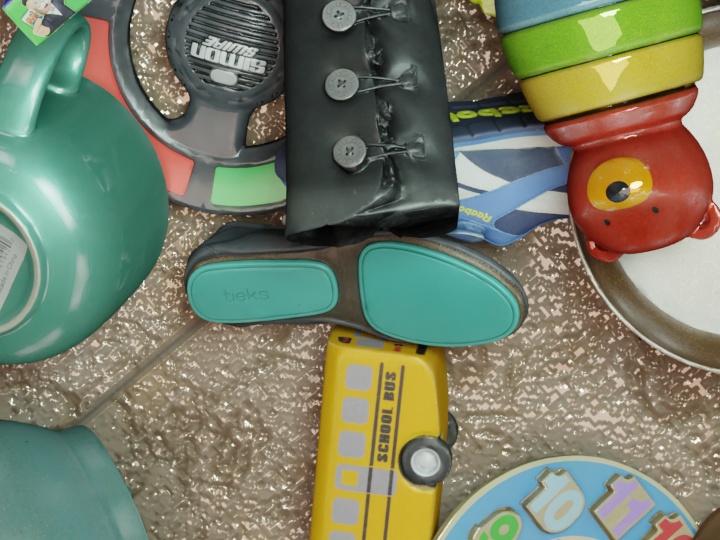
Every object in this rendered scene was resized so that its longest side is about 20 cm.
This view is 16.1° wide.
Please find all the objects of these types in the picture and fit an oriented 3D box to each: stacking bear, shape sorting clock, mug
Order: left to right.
[{"bbox_3d":[-0.200,-0.039,1.413,0.152,0.114,0.186,-14,108,23],"label":"mug"},{"bbox_3d":[0.121,0.206,1.466,0.199,0.039,0.201,1,87,-24],"label":"shape sorting clock"},{"bbox_3d":[0.128,-0.106,1.313,0.121,0.114,0.201,-13,93,16],"label":"stacking bear"}]

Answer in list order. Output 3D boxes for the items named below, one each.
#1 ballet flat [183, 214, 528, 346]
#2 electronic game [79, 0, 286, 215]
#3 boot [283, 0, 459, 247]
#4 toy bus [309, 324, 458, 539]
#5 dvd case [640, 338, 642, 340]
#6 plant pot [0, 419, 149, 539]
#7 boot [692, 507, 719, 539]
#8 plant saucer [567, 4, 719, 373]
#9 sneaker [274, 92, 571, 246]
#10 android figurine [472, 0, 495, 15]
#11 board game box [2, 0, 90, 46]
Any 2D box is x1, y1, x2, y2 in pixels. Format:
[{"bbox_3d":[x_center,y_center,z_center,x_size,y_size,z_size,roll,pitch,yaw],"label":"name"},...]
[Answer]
[{"bbox_3d":[0.000,0.000,1.443,0.199,0.073,0.073,3,105,13],"label":"ballet flat"},{"bbox_3d":[-0.070,-0.129,1.433,0.199,0.042,0.201,1,104,5],"label":"electronic game"},{"bbox_3d":[-0.035,-0.109,1.349,0.164,0.066,0.201,-9,81,14],"label":"boot"},{"bbox_3d":[0.013,0.135,1.479,0.078,0.065,0.201,6,105,4],"label":"toy bus"},{"bbox_3d":[0.266,-0.019,1.430,0.199,0.025,0.151,8,105,3],"label":"dvd case"},{"bbox_3d":[-0.195,0.167,1.458,0.134,0.200,0.201,-22,102,-17],"label":"plant pot"},{"bbox_3d":[0.270,0.169,1.452,0.146,0.070,0.200,31,97,-12],"label":"boot"},{"bbox_3d":[0.211,-0.043,1.380,0.199,0.032,0.201,0,90,1],"label":"plant saucer"},{"bbox_3d":[0.052,-0.049,1.411,0.199,0.074,0.083,-3,115,-9],"label":"sneaker"},{"bbox_3d":[0.116,-0.210,1.389,0.199,0.041,0.183,-13,103,7],"label":"android figurine"},{"bbox_3d":[-0.123,-0.200,1.338,0.134,0.200,0.029,-38,110,13],"label":"board game box"}]
